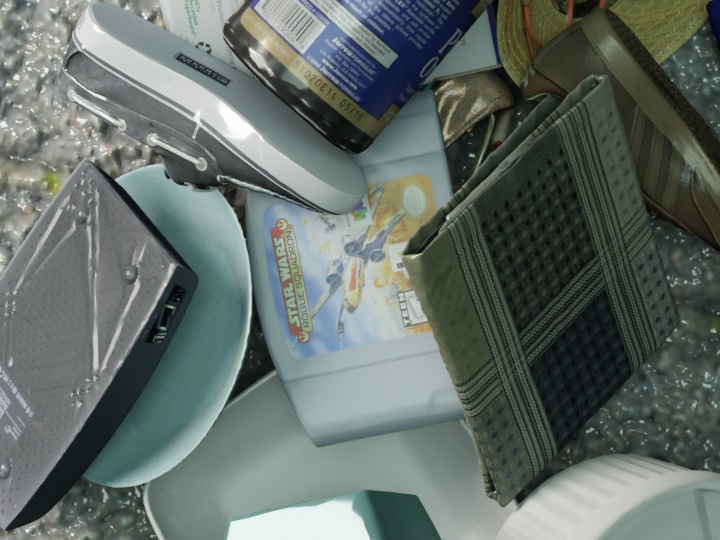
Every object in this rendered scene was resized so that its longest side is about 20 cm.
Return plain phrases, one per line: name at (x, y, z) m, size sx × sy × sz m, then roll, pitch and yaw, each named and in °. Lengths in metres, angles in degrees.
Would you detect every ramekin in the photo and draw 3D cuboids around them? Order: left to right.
ramekin at (0.160, 0.203, 1.211) m, size 0.201 × 0.094 × 0.204 m, roll -10°, pitch 110°, yaw -28°

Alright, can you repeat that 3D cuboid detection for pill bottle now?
pill bottle at (0.022, -0.176, 1.160) m, size 0.112 × 0.112 × 0.200 m, roll 42°, pitch 97°, yaw 3°

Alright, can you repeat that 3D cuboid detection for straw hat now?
straw hat at (0.143, -0.211, 1.271) m, size 0.201 × 0.201 × 0.085 m, roll -43°, pitch 46°, yaw -2°

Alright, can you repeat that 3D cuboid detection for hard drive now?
hard drive at (-0.182, 0.047, 1.240) m, size 0.201 × 0.042 × 0.135 m, roll -56°, pitch 49°, yaw 14°

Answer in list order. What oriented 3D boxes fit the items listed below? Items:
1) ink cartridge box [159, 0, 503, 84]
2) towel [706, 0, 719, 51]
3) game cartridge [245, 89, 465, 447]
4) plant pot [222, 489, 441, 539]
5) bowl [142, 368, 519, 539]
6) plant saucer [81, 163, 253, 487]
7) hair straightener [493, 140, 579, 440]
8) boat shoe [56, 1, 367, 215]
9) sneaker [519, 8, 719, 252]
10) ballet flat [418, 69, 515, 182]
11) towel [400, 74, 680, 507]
ink cartridge box at (-0.029, -0.198, 1.227) m, size 0.198 × 0.047 × 0.199 m, roll -14°, pitch 107°, yaw -6°
towel at (0.322, -0.106, 1.290) m, size 0.147 × 0.050 × 0.201 m, roll -20°, pitch 87°, yaw 6°
game cartridge at (0.000, 0.000, 1.220) m, size 0.132 × 0.042 × 0.202 m, roll -11°, pitch 82°, yaw -1°
plant pot at (-0.006, 0.232, 1.142) m, size 0.140 × 0.141 × 0.202 m, roll -15°, pitch 76°, yaw 19°
bowl at (-0.012, 0.157, 1.262) m, size 0.199 × 0.075 × 0.201 m, roll -35°, pitch 86°, yaw -1°
plant saucer at (-0.127, 0.036, 1.250) m, size 0.200 × 0.039 × 0.203 m, roll -14°, pitch 69°, yaw 40°
hair straightener at (0.132, 0.010, 1.258) m, size 0.076 × 0.041 × 0.202 m, roll -11°, pitch 107°, yaw -8°
boat shoe at (-0.091, -0.080, 1.193) m, size 0.199 × 0.072 × 0.068 m, roll 31°, pitch 115°, yaw 2°
sneaker at (0.179, -0.073, 1.267) m, size 0.075 × 0.071 × 0.200 m, roll -32°, pitch 111°, yaw 21°
ballet flat at (0.028, -0.050, 1.279) m, size 0.067 × 0.068 × 0.200 m, roll 38°, pitch 89°, yaw -5°
towel at (0.108, 0.009, 1.192) m, size 0.192 × 0.034 × 0.201 m, roll -42°, pitch 128°, yaw -30°
